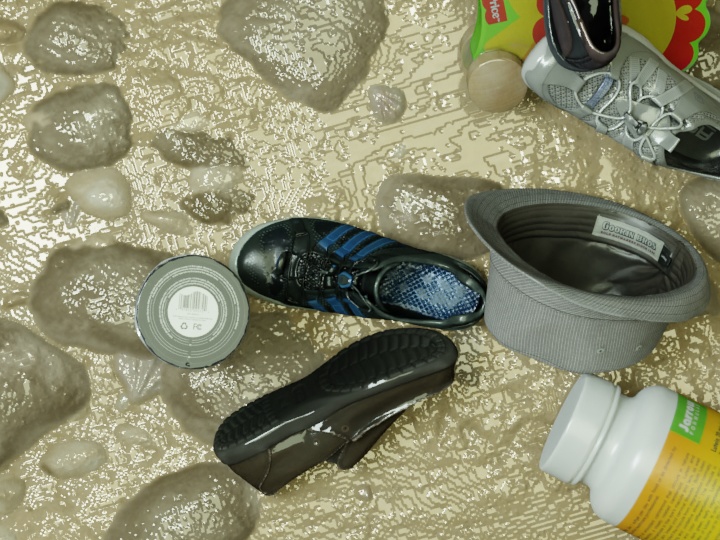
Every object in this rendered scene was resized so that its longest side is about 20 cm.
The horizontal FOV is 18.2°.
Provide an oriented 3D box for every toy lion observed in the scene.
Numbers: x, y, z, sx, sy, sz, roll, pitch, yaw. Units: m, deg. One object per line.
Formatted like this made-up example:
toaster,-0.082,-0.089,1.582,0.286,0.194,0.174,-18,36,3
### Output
toy lion,0.160,-0.209,1.658,0.191,0.069,0.200,-13,124,4

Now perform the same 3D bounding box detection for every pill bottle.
pill bottle,0.240,0.154,1.676,0.200,0.111,0.111,26,90,-1

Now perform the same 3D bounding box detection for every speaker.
speaker,-0.125,0.030,1.628,0.081,0.200,0.082,0,89,-6

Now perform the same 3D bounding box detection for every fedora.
fedora,0.158,0.016,1.659,0.200,0.177,0.091,-4,124,-37

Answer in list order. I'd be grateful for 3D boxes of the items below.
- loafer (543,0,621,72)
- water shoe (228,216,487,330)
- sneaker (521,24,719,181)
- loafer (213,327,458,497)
loafer,0.154,-0.239,1.566,0.072,0.063,0.201,-11,97,-11
water shoe,0.000,0.000,1.688,0.199,0.079,0.072,8,90,-1
sneaker,0.210,-0.121,1.646,0.199,0.082,0.075,18,121,-27
loafer,-0.011,0.108,1.700,0.200,0.073,0.071,-25,117,11
